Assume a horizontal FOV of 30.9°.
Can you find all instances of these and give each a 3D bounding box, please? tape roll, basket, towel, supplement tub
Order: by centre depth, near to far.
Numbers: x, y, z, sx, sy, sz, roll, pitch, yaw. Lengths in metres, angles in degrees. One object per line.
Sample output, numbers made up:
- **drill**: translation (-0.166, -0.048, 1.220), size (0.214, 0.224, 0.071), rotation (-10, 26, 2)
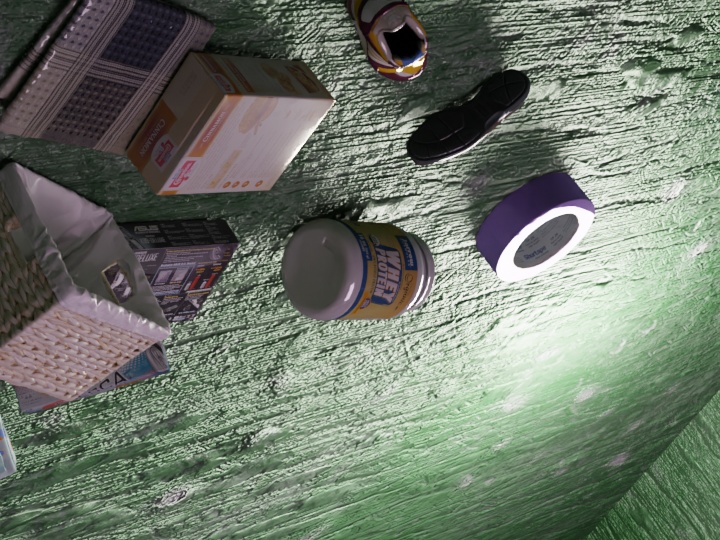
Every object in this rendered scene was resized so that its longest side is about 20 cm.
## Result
- **towel**: translation (-0.272, -0.212, 1.378), size (0.200, 0.035, 0.192), rotation (-49, 153, 21)
- **basket**: translation (-0.356, 0.019, 1.466), size (0.161, 0.198, 0.200), rotation (-37, 153, 10)
- **supplement tub**: translation (0.000, 0.000, 1.885), size (0.200, 0.145, 0.145), rotation (1, 136, -49)
- **tape roll**: translation (0.294, -0.071, 2.186), size (0.200, 0.066, 0.200), rotation (-27, 153, -15)

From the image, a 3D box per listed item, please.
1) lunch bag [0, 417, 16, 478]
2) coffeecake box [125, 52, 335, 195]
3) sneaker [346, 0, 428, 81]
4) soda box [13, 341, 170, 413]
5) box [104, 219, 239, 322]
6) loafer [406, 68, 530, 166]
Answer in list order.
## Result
- **lunch bag**: translation (-0.491, 0.178, 1.608), size (0.077, 0.161, 0.200), rotation (-25, 152, -18)
- **coffeecake box**: translation (-0.148, -0.167, 1.505), size (0.200, 0.073, 0.154), rotation (-8, 143, -54)
- **sneaker**: translation (0.046, -0.267, 1.566), size (0.075, 0.090, 0.200), rotation (-37, 152, 5)
- **soda box**: translation (-0.356, 0.129, 1.718), size (0.199, 0.069, 0.064), rotation (-17, 173, -6)
- **box**: translation (-0.276, 0.007, 1.694), size (0.200, 0.050, 0.158), rotation (-6, 141, -43)
- **loafer**: translation (0.155, -0.202, 1.820), size (0.200, 0.072, 0.063), rotation (-34, 159, -5)
